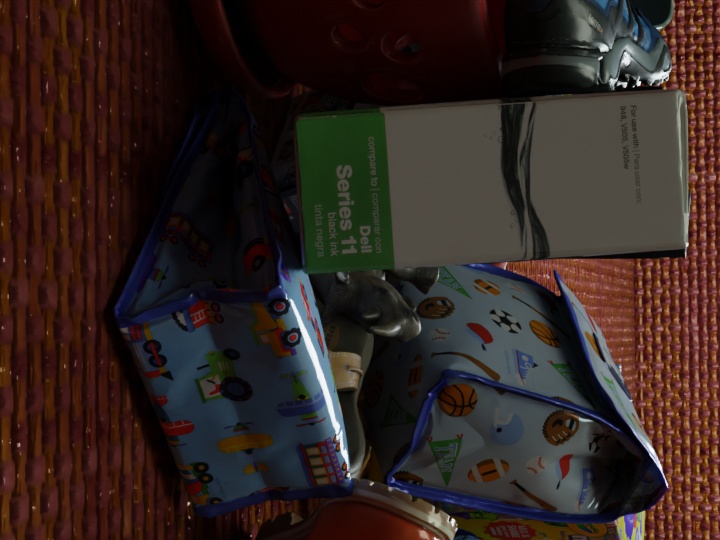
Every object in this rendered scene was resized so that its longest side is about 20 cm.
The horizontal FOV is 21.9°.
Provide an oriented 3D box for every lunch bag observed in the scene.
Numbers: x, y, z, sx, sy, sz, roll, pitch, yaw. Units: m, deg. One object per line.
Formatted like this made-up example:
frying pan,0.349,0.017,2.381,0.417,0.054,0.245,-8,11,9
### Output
lunch bag,0.107,0.080,1.282,0.125,0.198,0.171,-61,-156,27
lunch bag,-0.060,0.007,1.024,0.201,0.093,0.152,-88,165,-49

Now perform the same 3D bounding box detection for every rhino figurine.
rhino figurine,0.000,0.000,1.174,0.200,0.087,0.060,-99,-146,-67

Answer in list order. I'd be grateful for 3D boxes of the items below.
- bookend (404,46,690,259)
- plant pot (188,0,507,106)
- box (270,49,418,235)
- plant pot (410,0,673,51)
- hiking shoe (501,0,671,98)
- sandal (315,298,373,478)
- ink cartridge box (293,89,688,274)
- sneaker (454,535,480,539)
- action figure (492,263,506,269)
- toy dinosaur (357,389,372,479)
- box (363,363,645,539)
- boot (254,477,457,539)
bookend,0.143,-0.115,1.383,0.092,0.198,0.201,-70,157,-56
plant pot,0.004,-0.186,1.048,0.200,0.180,0.203,-4,90,-71
box,0.036,-0.093,1.152,0.035,0.198,0.111,54,33,-31
plant pot,0.094,-0.201,1.242,0.199,0.135,0.201,34,34,-26
hiking shoe,0.128,-0.143,1.023,0.200,0.074,0.088,-24,112,-71
sandal,-0.024,0.062,1.124,0.200,0.081,0.055,-69,175,-61
ink cartridge box,0.066,-0.046,0.990,0.147,0.197,0.084,-86,172,-89
sneaker,0.050,0.272,1.339,0.200,0.082,0.071,-43,141,-34
action figure,0.033,-0.062,1.324,0.199,0.065,0.100,29,64,-49
toy dinosaur,-0.010,0.128,1.232,0.106,0.060,0.203,15,74,-76
box,0.120,0.169,1.464,0.200,0.190,0.123,64,29,-57
boot,-0.014,0.184,1.042,0.200,0.075,0.108,-40,-155,56
